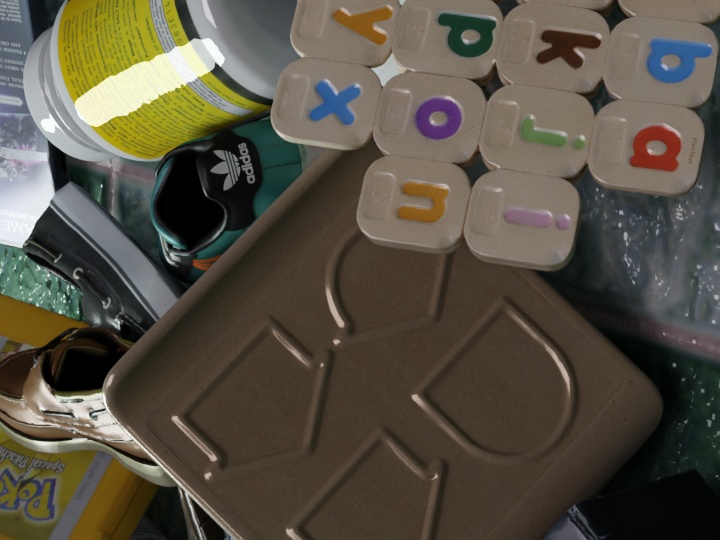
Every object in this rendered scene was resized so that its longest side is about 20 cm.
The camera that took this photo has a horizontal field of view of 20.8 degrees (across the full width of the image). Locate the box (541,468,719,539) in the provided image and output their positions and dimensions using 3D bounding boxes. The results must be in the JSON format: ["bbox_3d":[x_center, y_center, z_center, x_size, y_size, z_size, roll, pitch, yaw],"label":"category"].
[{"bbox_3d":[0.124,0.230,0.850,0.197,0.124,0.200,49,119,22],"label":"box"}]

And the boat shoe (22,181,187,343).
[{"bbox_3d":[-0.138,0.018,1.171,0.057,0.069,0.200,-47,47,0],"label":"boat shoe"}]

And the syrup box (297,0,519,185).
[{"bbox_3d":[0.023,-0.144,0.968,0.079,0.081,0.201,-45,63,39],"label":"syrup box"}]

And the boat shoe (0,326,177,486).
[{"bbox_3d":[-0.151,0.062,1.106,0.199,0.072,0.068,7,133,45],"label":"boat shoe"}]

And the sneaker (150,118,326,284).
[{"bbox_3d":[-0.088,-0.037,1.086,0.200,0.079,0.072,-37,67,61],"label":"sneaker"}]

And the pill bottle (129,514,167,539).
[{"bbox_3d":[-0.167,0.196,1.206,0.200,0.112,0.113,42,125,36],"label":"pill bottle"}]

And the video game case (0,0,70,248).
[{"bbox_3d":[-0.251,-0.114,1.266,0.142,0.019,0.202,12,119,33],"label":"video game case"}]

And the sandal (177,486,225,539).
[{"bbox_3d":[-0.072,0.174,1.127,0.055,0.081,0.202,-35,68,64],"label":"sandal"}]

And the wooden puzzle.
[{"bbox_3d":[0.011,0.062,0.902,0.200,0.185,0.046,44,169,1],"label":"wooden puzzle"}]

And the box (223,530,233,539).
[{"bbox_3d":[-0.036,0.133,1.006,0.199,0.049,0.202,124,145,-67],"label":"box"}]

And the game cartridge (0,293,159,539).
[{"bbox_3d":[-0.205,0.121,1.179,0.175,0.033,0.201,16,64,30],"label":"game cartridge"}]

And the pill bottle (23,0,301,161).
[{"bbox_3d":[-0.100,-0.126,1.082,0.199,0.112,0.114,-18,83,47],"label":"pill bottle"}]

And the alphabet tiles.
[{"bbox_3d":[0.063,-0.101,0.881,0.194,0.015,0.202,8,73,14],"label":"alphabet tiles"}]
